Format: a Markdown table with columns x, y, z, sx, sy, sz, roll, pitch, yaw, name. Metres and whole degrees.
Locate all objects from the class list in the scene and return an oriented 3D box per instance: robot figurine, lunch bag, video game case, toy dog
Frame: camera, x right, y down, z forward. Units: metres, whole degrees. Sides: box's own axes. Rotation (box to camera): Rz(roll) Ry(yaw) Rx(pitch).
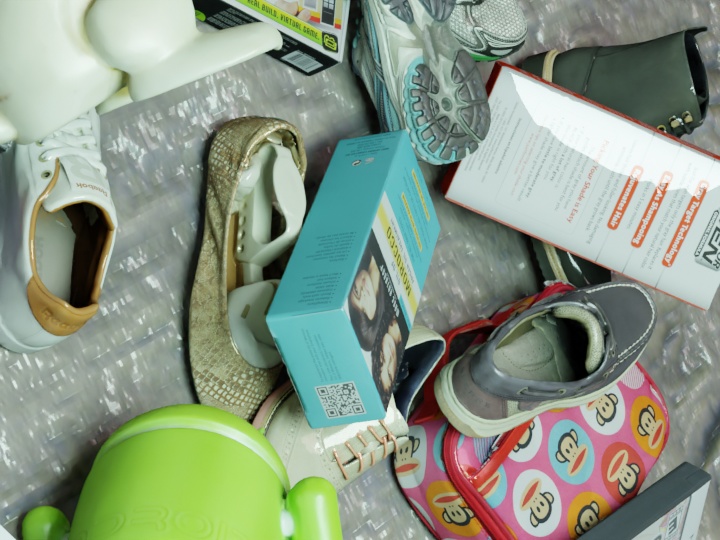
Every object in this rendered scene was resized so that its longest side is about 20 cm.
| x | y | z | sx | sy | sz | roll | pitch | yaw | name |
| --- | --- | --- | --- | --- | --- | --- | --- | --- | --- |
| -0.097 | 0.150 | 0.912 | 0.200 | 0.175 | 0.116 | -85 | 163 | -58 | robot figurine |
| 0.113 | 0.108 | 1.178 | 0.176 | 0.082 | 0.200 | 52 | 50 | -15 | lunch bag |
| 0.157 | 0.242 | 1.149 | 0.200 | 0.025 | 0.181 | -25 | 132 | -44 | video game case |
| -0.156 | -0.175 | 0.860 | 0.193 | 0.140 | 0.201 | -22 | 98 | -8 | toy dog |

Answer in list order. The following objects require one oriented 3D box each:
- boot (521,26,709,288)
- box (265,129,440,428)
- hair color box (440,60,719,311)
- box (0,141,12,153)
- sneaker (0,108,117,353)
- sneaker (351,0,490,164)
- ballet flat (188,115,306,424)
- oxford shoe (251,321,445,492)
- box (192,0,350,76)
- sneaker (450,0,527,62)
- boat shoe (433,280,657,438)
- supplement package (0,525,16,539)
| x | y | z | sx | sy | sz | roll | pitch | yaw | name |
| --- | --- | --- | --- | --- | --- | --- | --- | --- | --- |
| 0.193 | -0.073 | 1.245 | 0.077 | 0.138 | 0.201 | 2 | 79 | -60 | boot |
| 0.000 | 0.000 | 1.048 | 0.200 | 0.049 | 0.083 | -71 | 147 | -53 | box |
| 0.166 | -0.060 | 1.191 | 0.199 | 0.061 | 0.102 | 24 | 100 | -4 | hair color box |
| -0.242 | -0.176 | 0.913 | 0.164 | 0.086 | 0.201 | 33 | 59 | -33 | box |
| -0.162 | -0.058 | 0.959 | 0.073 | 0.085 | 0.201 | 9 | 72 | -39 | sneaker |
| 0.020 | -0.167 | 1.155 | 0.077 | 0.086 | 0.201 | -10 | 91 | -34 | sneaker |
| -0.064 | -0.002 | 1.047 | 0.070 | 0.065 | 0.201 | 11 | 72 | -42 | ballet flat |
| -0.014 | 0.098 | 1.050 | 0.200 | 0.074 | 0.071 | -60 | 147 | -33 | oxford shoe |
| -0.090 | -0.214 | 1.099 | 0.200 | 0.035 | 0.111 | 23 | 64 | -37 | box |
| 0.056 | -0.229 | 1.203 | 0.200 | 0.085 | 0.078 | 50 | 51 | -23 | sneaker |
| 0.134 | 0.050 | 1.120 | 0.200 | 0.065 | 0.072 | -19 | 76 | -39 | boat shoe |
| -0.263 | 0.174 | 0.725 | 0.147 | 0.200 | 0.192 | 49 | 52 | -22 | supplement package |
